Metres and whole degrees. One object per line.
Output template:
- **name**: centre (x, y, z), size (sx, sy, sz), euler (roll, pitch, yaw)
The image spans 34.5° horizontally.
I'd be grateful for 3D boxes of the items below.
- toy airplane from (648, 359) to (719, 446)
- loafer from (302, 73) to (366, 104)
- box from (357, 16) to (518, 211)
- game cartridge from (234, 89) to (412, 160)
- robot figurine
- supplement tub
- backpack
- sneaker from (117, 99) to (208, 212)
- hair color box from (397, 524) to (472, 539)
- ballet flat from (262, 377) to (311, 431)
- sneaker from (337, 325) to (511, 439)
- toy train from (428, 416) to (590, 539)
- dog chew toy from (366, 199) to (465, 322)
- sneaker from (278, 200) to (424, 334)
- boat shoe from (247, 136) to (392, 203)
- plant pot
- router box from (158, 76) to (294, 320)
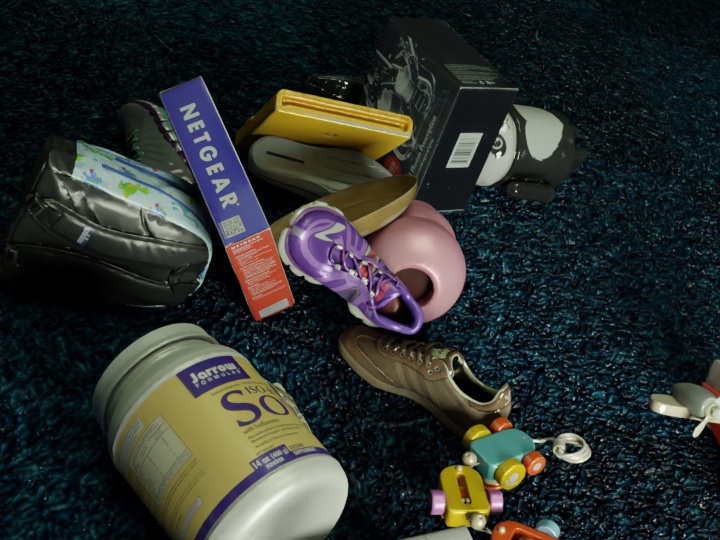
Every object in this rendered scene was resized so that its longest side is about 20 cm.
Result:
- **toy airplane**: centre (0.441, 0.165, 1.304), size (0.199, 0.141, 0.200), euler (35, 35, 20)
- **loafer**: centre (-0.001, -0.247, 1.702), size (0.199, 0.073, 0.072), euler (15, 23, -29)
- **box**: centre (0.090, -0.211, 1.576), size (0.104, 0.200, 0.182), euler (-5, 41, -35)
- **game cartridge**: centre (-0.051, -0.174, 1.473), size (0.176, 0.033, 0.200), euler (9, -10, -20)
- **robot figurine**: centre (0.230, -0.179, 1.682), size (0.199, 0.125, 0.150), euler (2, 20, -29)
- **supplement tub**: centre (-0.121, 0.154, 0.975), size (0.145, 0.146, 0.200), euler (-14, 48, -43)
- **backpack**: centre (-0.245, -0.041, 1.176), size (0.199, 0.163, 0.154), euler (23, 29, -15)
- **sneaker**: centre (-0.253, -0.135, 1.380), size (0.087, 0.075, 0.200), euler (-16, 50, -38)
- **hair color box**: centre (0.012, 0.278, 0.931), size (0.199, 0.061, 0.099), euler (-7, 43, -23)
- **ballet flat**: centre (-0.119, 0.117, 1.113), size (0.200, 0.068, 0.075), euler (28, 17, 13)
- **sneaker**: centre (0.072, 0.101, 1.232), size (0.200, 0.076, 0.070), euler (31, 34, 12)
- **toy train**: centre (0.145, 0.224, 1.106), size (0.150, 0.056, 0.200), euler (16, 33, 14)
- **dog chew toy**: centre (0.061, -0.022, 1.369), size (0.124, 0.125, 0.200), euler (19, 25, -5)
- **sneaker**: centre (0.000, 0.000, 1.198), size (0.200, 0.081, 0.083), euler (37, -7, -36)
- **boat shoe**: centre (-0.048, -0.123, 1.485), size (0.199, 0.067, 0.074), euler (21, 76, -11)
- **plant pot**: centre (-0.023, -0.061, 1.354), size (0.199, 0.028, 0.200), euler (-19, 14, 5)
- **router box**: centre (-0.139, -0.073, 1.223), size (0.049, 0.180, 0.200), euler (-23, 64, -6)
